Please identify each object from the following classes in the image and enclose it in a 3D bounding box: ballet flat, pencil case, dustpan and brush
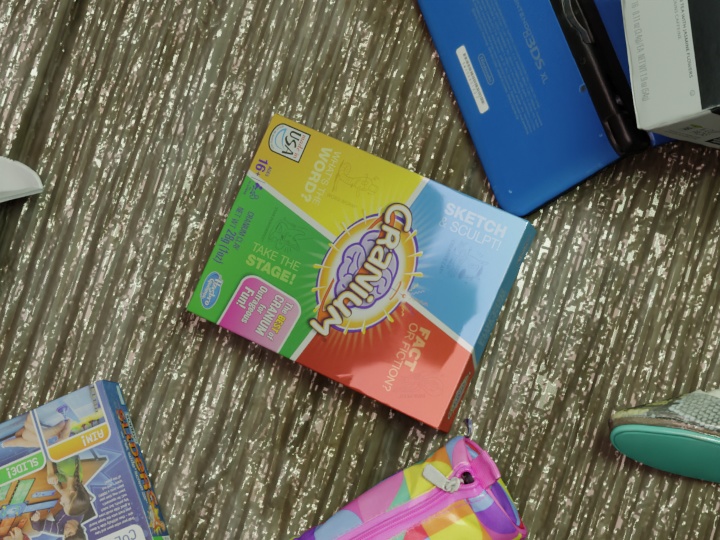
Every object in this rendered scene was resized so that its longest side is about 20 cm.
[{"bbox_3d":[0.258,0.108,0.961,0.198,0.072,0.073,15,85,16],"label":"ballet flat"},{"bbox_3d":[0.012,0.181,0.996,0.199,0.088,0.089,-33,75,8],"label":"pencil case"},{"bbox_3d":[-0.346,-0.075,1.123,0.199,0.139,0.058,3,104,43],"label":"dustpan and brush"}]

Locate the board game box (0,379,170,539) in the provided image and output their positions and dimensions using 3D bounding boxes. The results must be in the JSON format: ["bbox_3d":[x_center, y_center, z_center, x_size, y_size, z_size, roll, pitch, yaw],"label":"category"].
[{"bbox_3d":[-0.243,0.178,1.084,0.198,0.034,0.137,-23,77,10],"label":"board game box"}]

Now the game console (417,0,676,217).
[{"bbox_3d":[0.155,-0.160,1.045,0.170,0.118,0.202,-32,72,40],"label":"game console"}]

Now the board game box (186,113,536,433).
[{"bbox_3d":[0.000,0.000,1.047,0.198,0.040,0.154,23,88,16],"label":"board game box"}]

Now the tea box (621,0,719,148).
[{"bbox_3d":[0.287,-0.153,0.882,0.196,0.199,0.135,-16,76,44],"label":"tea box"}]
